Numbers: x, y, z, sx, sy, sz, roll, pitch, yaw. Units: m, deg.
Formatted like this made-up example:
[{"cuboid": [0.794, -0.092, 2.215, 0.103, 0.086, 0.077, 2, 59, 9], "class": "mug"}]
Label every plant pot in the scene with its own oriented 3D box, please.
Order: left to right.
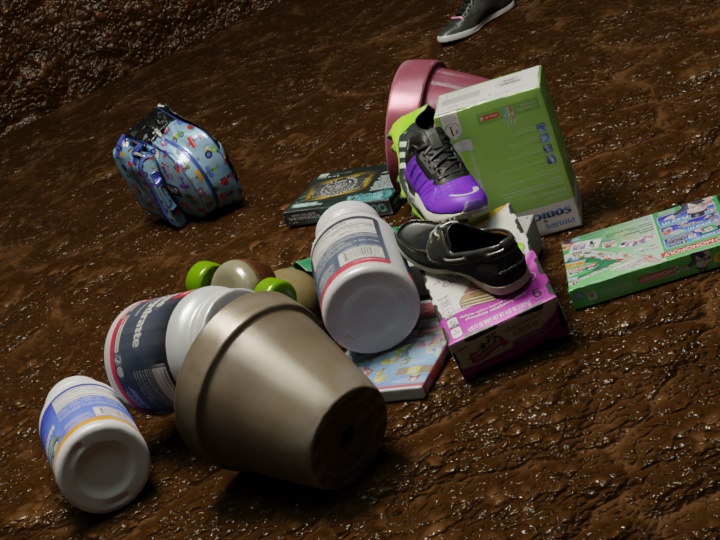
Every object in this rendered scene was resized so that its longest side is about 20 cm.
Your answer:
[{"cuboid": [-0.071, 0.144, 1.506, 0.199, 0.202, 0.172, -36, 43, -30], "class": "plant pot"}, {"cuboid": [0.147, -0.204, 2.052, 0.176, 0.203, 0.201, 4, 31, 19], "class": "plant pot"}]

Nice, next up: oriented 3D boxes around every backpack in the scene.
[{"cuboid": [-0.299, -0.165, 2.376, 0.134, 0.184, 0.199, -41, 41, -22], "class": "backpack"}]

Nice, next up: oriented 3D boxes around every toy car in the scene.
[{"cuboid": [-0.100, 0.062, 1.801, 0.198, 0.160, 0.163, -5, 13, -44], "class": "toy car"}]

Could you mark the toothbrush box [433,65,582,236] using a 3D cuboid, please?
[{"cuboid": [0.195, -0.144, 1.841, 0.144, 0.202, 0.086, -15, 22, 16], "class": "toothbrush box"}]

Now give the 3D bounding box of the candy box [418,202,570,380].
[{"cuboid": [0.148, 0.021, 1.644, 0.135, 0.061, 0.201, -25, 35, 4], "class": "candy box"}]

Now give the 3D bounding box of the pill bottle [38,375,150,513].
[{"cuboid": [-0.323, 0.198, 1.679, 0.111, 0.113, 0.200, -27, 23, -12], "class": "pill bottle"}]

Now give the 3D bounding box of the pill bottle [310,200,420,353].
[{"cuboid": [0.000, 0.000, 1.733, 0.118, 0.121, 0.201, -21, 30, 3], "class": "pill bottle"}]

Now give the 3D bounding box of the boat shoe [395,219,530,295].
[{"cuboid": [0.112, -0.033, 1.625, 0.072, 0.068, 0.199, -43, 37, -22], "class": "boat shoe"}]

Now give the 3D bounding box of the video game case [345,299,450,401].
[{"cuboid": [0.046, 0.095, 1.692, 0.141, 0.018, 0.200, -8, 27, 29], "class": "video game case"}]

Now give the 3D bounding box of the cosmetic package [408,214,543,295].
[{"cuboid": [0.129, -0.015, 1.811, 0.197, 0.051, 0.083, -10, 30, 26], "class": "cosmetic package"}]

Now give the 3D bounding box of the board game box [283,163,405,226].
[{"cuboid": [-0.009, -0.120, 2.191, 0.198, 0.028, 0.135, -5, 29, 33], "class": "board game box"}]

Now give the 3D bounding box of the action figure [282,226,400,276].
[{"cuboid": [-0.009, -0.021, 1.936, 0.198, 0.055, 0.118, -23, 11, -24], "class": "action figure"}]

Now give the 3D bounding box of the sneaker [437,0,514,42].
[{"cuboid": [0.214, -0.528, 2.781, 0.199, 0.100, 0.070, -35, 28, -25], "class": "sneaker"}]

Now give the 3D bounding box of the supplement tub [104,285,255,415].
[{"cuboid": [-0.196, 0.095, 1.659, 0.198, 0.142, 0.140, -12, 23, 46], "class": "supplement tub"}]

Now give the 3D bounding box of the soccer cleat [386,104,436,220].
[{"cuboid": [0.089, -0.142, 1.894, 0.081, 0.067, 0.202, -35, 47, 25], "class": "soccer cleat"}]

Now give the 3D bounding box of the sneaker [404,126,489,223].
[{"cuboid": [0.096, -0.124, 1.740, 0.069, 0.101, 0.200, -14, 19, -15], "class": "sneaker"}]

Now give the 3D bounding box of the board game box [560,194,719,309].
[{"cuboid": [0.339, -0.023, 1.670, 0.197, 0.029, 0.135, -17, 25, 12], "class": "board game box"}]
